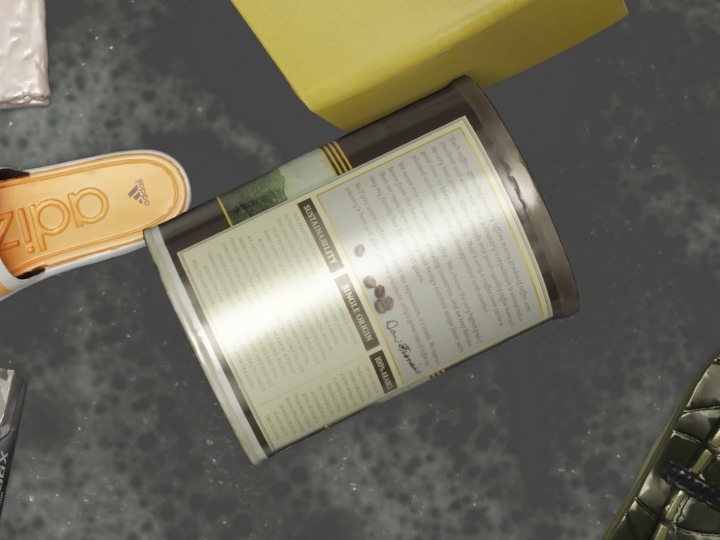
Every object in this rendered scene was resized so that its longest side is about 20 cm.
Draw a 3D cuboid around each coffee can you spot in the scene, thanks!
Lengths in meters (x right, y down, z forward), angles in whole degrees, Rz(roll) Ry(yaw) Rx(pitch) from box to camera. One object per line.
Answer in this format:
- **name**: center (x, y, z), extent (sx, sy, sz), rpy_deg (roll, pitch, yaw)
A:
- **coffee can**: center (0.000, 0.000, 1.197), extent (0.200, 0.146, 0.146), rpy_deg (-25, 81, -3)

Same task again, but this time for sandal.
- **sandal**: center (0.199, 0.107, 1.224), extent (0.080, 0.057, 0.201), rpy_deg (38, 98, 2)
- **sandal**: center (-0.201, -0.029, 1.251), extent (0.206, 0.059, 0.079), rpy_deg (-20, 80, -2)

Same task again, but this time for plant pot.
- **plant pot**: center (0.016, -0.185, 1.214), extent (0.176, 0.200, 0.200), rpy_deg (-36, 81, 6)

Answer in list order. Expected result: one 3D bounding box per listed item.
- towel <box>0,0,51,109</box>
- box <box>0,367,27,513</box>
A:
- **towel**: center (-0.285, -0.180, 1.293), extent (0.200, 0.032, 0.191), rpy_deg (-6, 81, 1)
- **box**: center (-0.305, 0.117, 1.233), extent (0.200, 0.050, 0.158), rpy_deg (10, 80, 3)
